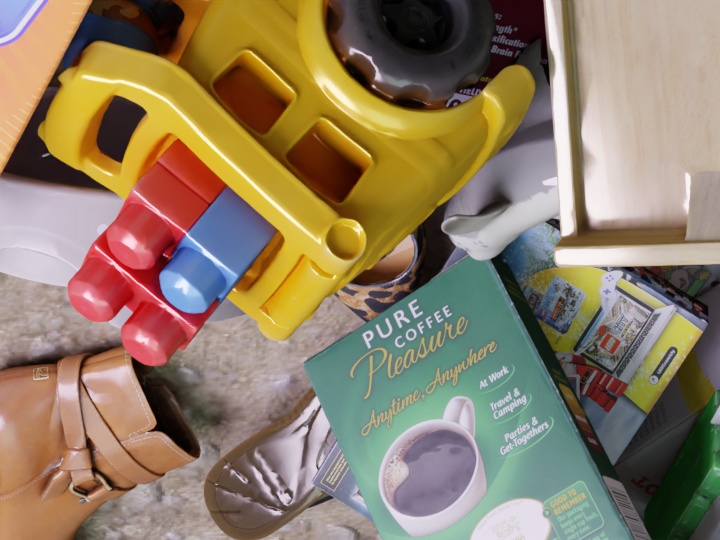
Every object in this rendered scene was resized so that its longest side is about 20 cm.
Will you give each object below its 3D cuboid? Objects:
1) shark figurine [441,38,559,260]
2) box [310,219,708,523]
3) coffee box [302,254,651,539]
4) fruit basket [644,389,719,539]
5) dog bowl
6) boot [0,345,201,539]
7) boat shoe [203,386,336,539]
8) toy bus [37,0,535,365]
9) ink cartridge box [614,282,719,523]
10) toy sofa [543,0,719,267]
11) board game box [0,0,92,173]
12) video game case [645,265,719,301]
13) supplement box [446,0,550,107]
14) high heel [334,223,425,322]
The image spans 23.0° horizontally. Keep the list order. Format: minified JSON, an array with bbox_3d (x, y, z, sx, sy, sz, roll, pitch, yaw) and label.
[{"bbox_3d":[0.111,-0.068,0.819,0.213,0.090,0.128,-17,168,27],"label":"shark figurine"},{"bbox_3d":[0.081,0.069,0.977,0.136,0.038,0.201,32,107,3],"label":"box"},{"bbox_3d":[0.063,0.103,0.901,0.123,0.201,0.044,-35,156,17],"label":"coffee box"},{"bbox_3d":[0.258,0.153,0.951,0.199,0.094,0.186,24,130,2],"label":"fruit basket"},{"bbox_3d":[-0.126,-0.037,0.837,0.199,0.200,0.059,5,110,-10],"label":"dog bowl"},{"bbox_3d":[-0.168,0.128,1.082,0.154,0.077,0.201,-19,126,8],"label":"boot"},{"bbox_3d":[-0.006,0.092,1.057,0.199,0.065,0.074,-29,91,21],"label":"boat shoe"},{"bbox_3d":[-0.062,-0.066,0.721,0.200,0.192,0.136,43,153,0],"label":"toy bus"},{"bbox_3d":[0.242,0.075,1.018,0.200,0.084,0.145,-37,126,27],"label":"ink cartridge box"},{"bbox_3d":[0.121,-0.105,0.733,0.082,0.098,0.202,-2,104,19],"label":"toy sofa"},{"bbox_3d":[-0.207,-0.167,0.689,0.199,0.201,0.200,20,130,-22],"label":"board game box"},{"bbox_3d":[0.174,0.054,1.064,0.200,0.023,0.182,-35,127,26],"label":"video game case"},{"bbox_3d":[0.099,-0.150,0.831,0.108,0.061,0.201,9,132,-13],"label":"supplement box"},{"bbox_3d":[0.000,0.000,0.911,0.071,0.143,0.201,-11,134,4],"label":"high heel"}]
